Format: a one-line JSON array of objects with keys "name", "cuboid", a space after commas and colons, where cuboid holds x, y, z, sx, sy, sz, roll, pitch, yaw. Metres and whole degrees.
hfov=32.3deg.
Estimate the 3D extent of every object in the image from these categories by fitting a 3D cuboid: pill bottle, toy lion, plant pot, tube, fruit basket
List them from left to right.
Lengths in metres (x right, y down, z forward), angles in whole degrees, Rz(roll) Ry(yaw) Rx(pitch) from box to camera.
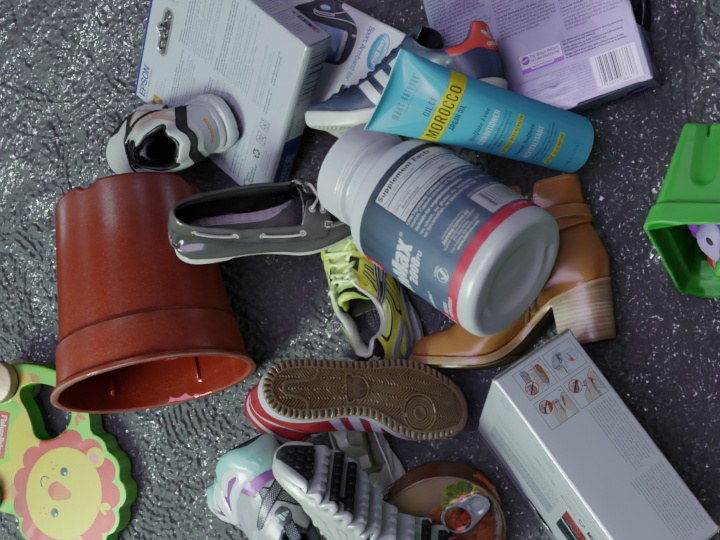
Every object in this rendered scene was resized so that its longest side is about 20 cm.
[{"name": "toy lion", "cuboid": [-0.328, 0.206, 1.339, 0.190, 0.069, 0.202, 8, 90, 18]}, {"name": "plant pot", "cuboid": [-0.218, 0.020, 1.232, 0.199, 0.200, 0.197, -20, 71, 22]}, {"name": "pill bottle", "cuboid": [0.061, -0.043, 1.073, 0.199, 0.119, 0.120, 36, 102, 32]}, {"name": "tube", "cuboid": [0.105, -0.130, 1.059, 0.078, 0.198, 0.051, -66, 27, 26]}, {"name": "fruit basket", "cuboid": [0.312, 0.006, 0.971, 0.154, 0.215, 0.218, 2, 88, 24]}]

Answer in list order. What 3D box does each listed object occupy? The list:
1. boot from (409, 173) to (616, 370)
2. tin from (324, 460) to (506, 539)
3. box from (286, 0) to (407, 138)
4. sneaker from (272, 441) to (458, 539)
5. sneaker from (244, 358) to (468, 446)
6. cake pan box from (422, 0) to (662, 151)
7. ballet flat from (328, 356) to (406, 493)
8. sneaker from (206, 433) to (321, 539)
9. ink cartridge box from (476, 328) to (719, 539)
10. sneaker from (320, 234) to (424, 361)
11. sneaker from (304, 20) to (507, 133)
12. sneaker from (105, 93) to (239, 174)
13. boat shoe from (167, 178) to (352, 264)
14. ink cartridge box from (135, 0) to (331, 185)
[{"name": "boot", "cuboid": [0.126, 0.005, 1.126, 0.198, 0.077, 0.157, -16, 79, 25]}, {"name": "tin", "cuboid": [0.044, 0.254, 1.146, 0.200, 0.042, 0.112, -39, 109, 17]}, {"name": "box", "cuboid": [-0.034, -0.207, 1.232, 0.199, 0.041, 0.120, 31, 101, 21]}, {"name": "sneaker", "cuboid": [-0.004, 0.227, 1.084, 0.200, 0.075, 0.081, 39, 118, -12]}, {"name": "sneaker", "cuboid": [-0.009, 0.123, 1.135, 0.112, 0.198, 0.072, 143, 134, -63]}, {"name": "cake pan box", "cuboid": [0.162, -0.227, 1.136, 0.199, 0.052, 0.186, -19, 82, 23]}, {"name": "ballet flat", "cuboid": [-0.001, 0.179, 1.182, 0.069, 0.069, 0.202, -24, 78, 22]}, {"name": "sneaker", "cuboid": [-0.083, 0.244, 1.153, 0.077, 0.200, 0.141, -26, 73, -13]}, {"name": "ink cartridge box", "cuboid": [0.193, 0.175, 1.066, 0.083, 0.176, 0.201, -32, 73, -12]}, {"name": "sneaker", "cuboid": [0.000, 0.000, 1.184, 0.075, 0.076, 0.201, -31, 73, 22]}, {"name": "sneaker", "cuboid": [0.038, -0.178, 1.135, 0.198, 0.075, 0.085, -8, 87, 24]}, {"name": "sneaker", "cuboid": [-0.211, -0.130, 1.256, 0.199, 0.080, 0.074, -12, 107, 49]}, {"name": "boat shoe", "cuboid": [-0.081, -0.051, 1.153, 0.198, 0.057, 0.067, -12, 57, -5]}, {"name": "ink cartridge box", "cuboid": [-0.131, -0.200, 1.224, 0.200, 0.043, 0.197, 42, 136, 20]}]
